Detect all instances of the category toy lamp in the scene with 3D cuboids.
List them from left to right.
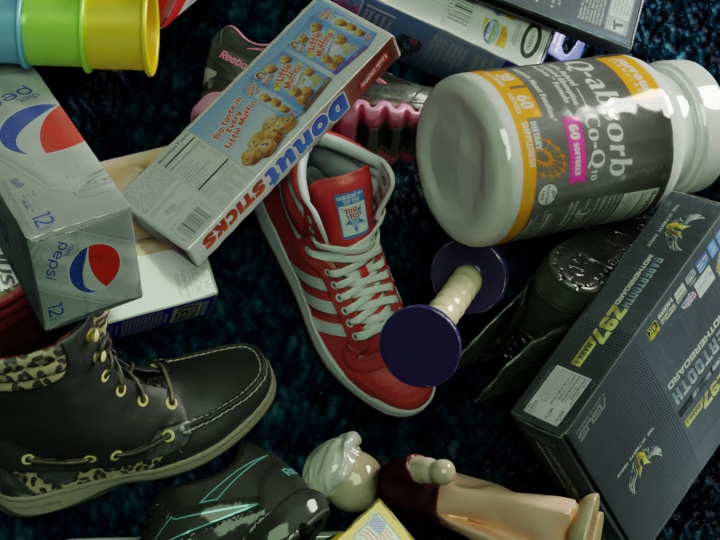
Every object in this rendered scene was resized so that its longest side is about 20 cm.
[{"bbox_3d":[0.060,0.017,1.009,0.058,0.200,0.059,4,105,14],"label":"toy lamp"}]

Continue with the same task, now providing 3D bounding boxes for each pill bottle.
[{"bbox_3d":[0.146,-0.086,1.052,0.198,0.116,0.117,-11,79,-27],"label":"pill bottle"}]

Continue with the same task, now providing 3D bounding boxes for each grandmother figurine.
[{"bbox_3d":[0.054,0.149,1.003,0.198,0.122,0.061,10,58,19],"label":"grandmother figurine"}]

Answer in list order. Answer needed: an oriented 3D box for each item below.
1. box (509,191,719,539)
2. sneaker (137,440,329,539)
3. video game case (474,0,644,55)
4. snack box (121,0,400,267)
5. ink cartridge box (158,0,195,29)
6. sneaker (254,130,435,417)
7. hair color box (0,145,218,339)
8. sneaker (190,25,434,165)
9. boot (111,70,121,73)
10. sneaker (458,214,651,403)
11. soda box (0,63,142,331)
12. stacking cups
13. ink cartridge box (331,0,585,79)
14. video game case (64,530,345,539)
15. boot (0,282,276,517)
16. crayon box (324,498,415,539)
[{"bbox_3d":[0.199,0.073,1.043,0.200,0.051,0.158,-50,134,-18],"label":"box"},{"bbox_3d":[-0.115,0.187,0.972,0.199,0.076,0.079,-35,71,-23],"label":"sneaker"},{"bbox_3d":[0.114,-0.249,1.089,0.198,0.019,0.144,19,71,-6],"label":"video game case"},{"bbox_3d":[-0.065,-0.094,1.004,0.072,0.024,0.200,32,71,32],"label":"snack box"},{"bbox_3d":[-0.136,-0.246,1.048,0.116,0.067,0.200,39,46,-1],"label":"ink cartridge box"},{"bbox_3d":[0.000,0.000,1.030,0.071,0.112,0.201,-29,84,-26],"label":"sneaker"},{"bbox_3d":[-0.204,-0.003,1.018,0.198,0.065,0.110,-15,79,-16],"label":"hair color box"},{"bbox_3d":[-0.019,-0.131,1.088,0.198,0.079,0.096,4,64,-12],"label":"sneaker"},{"bbox_3d":[-0.238,-0.150,1.043,0.153,0.072,0.202,12,72,-10],"label":"boot"},{"bbox_3d":[0.147,0.025,1.082,0.060,0.105,0.199,43,35,21],"label":"sneaker"},{"bbox_3d":[-0.197,-0.053,0.935,0.063,0.069,0.200,-19,40,-20],"label":"soda box"},{"bbox_3d":[-0.227,-0.150,0.969,0.198,0.061,0.061,-1,76,2],"label":"stacking cups"},{"bbox_3d":[0.079,-0.211,1.119,0.199,0.076,0.137,23,72,-3],"label":"ink cartridge box"},{"bbox_3d":[-0.093,0.264,0.997,0.198,0.023,0.184,0,77,-11],"label":"video game case"},{"bbox_3d":[-0.153,0.064,0.963,0.198,0.151,0.073,-19,47,-11],"label":"boot"},{"bbox_3d":[-0.024,0.259,0.972,0.200,0.052,0.126,-40,87,-16],"label":"crayon box"}]
